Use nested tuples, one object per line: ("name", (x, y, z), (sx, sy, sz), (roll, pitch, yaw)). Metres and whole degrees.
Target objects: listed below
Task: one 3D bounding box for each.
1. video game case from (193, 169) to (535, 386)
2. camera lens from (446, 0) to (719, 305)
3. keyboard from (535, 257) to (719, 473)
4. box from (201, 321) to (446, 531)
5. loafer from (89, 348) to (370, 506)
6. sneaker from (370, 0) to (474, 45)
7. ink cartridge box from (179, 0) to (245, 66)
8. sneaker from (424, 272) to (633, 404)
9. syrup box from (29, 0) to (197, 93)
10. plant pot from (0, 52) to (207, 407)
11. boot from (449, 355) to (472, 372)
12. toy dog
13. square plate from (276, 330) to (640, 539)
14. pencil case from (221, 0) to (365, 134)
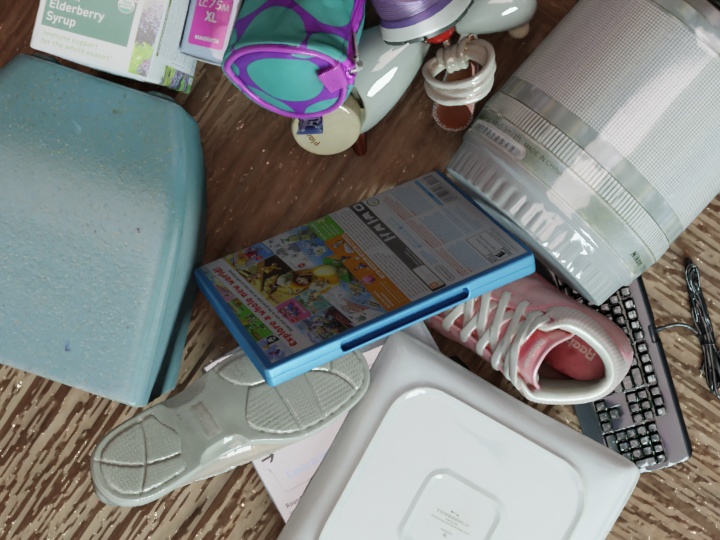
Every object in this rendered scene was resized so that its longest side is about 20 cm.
("video game case", (0.000, 0.000, 1.007), (0.199, 0.143, 0.018), (-23, 126, -15))
("camera lens", (0.177, -0.097, 1.000), (0.160, 0.160, 0.200), (42, 91, -2))
("keyboard", (0.210, 0.049, 1.087), (0.127, 0.021, 0.201), (-18, 95, 3))
("box", (0.003, 0.118, 1.028), (0.156, 0.041, 0.200), (-30, 86, -5))
("loafer", (-0.090, 0.102, 0.980), (0.199, 0.063, 0.072), (-23, 77, -20))
("sneaker", (0.057, -0.238, 0.978), (0.076, 0.200, 0.088), (-8, 122, 30))
("ink cartridge box", (-0.076, -0.241, 1.018), (0.042, 0.119, 0.201), (16, 96, 5))
("sneaker", (0.102, 0.033, 1.040), (0.200, 0.105, 0.076), (26, 103, 6))
("syrup box", (-0.157, -0.171, 0.987), (0.078, 0.200, 0.082), (15, 96, 0))
("plant pot", (-0.201, -0.036, 1.013), (0.196, 0.196, 0.201), (18, 89, 0))
("boot", (0.054, 0.173, 1.078), (0.131, 0.068, 0.200), (43, 93, 0))
("toy dog", (0.036, -0.136, 1.035), (0.199, 0.096, 0.132), (-5, 54, 30))
("square plate", (0.062, 0.173, 0.991), (0.200, 0.028, 0.199), (29, 83, 1))
("pencil case", (-0.024, -0.196, 0.991), (0.092, 0.085, 0.201), (8, 57, 14))
